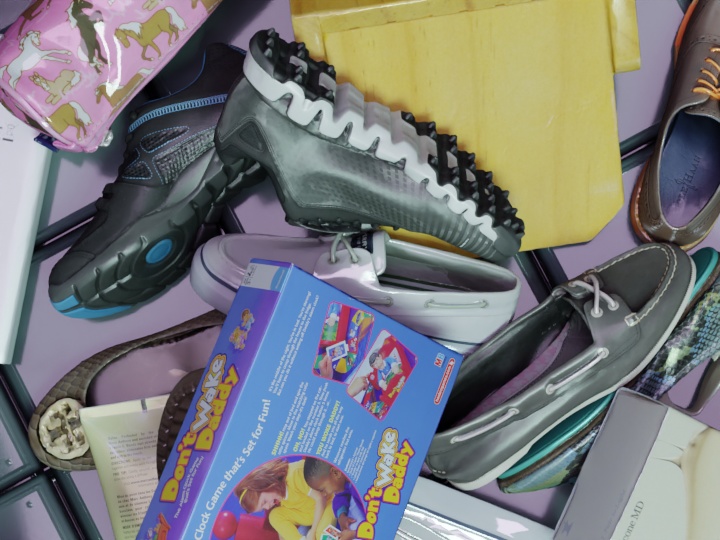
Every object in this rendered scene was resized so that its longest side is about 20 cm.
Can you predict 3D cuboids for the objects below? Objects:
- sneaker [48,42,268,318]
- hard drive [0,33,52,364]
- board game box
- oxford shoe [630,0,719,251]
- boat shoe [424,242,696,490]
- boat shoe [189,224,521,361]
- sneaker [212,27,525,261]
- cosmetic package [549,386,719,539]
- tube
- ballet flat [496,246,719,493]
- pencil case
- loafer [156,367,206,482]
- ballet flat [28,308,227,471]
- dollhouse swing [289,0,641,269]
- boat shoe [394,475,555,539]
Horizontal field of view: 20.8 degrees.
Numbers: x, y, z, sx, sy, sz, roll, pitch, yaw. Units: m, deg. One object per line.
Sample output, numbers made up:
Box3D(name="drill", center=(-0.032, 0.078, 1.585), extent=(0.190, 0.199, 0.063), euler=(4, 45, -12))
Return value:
Box3D(name="sneaker", center=(-0.122, -0.053, 1.207), extent=(0.200, 0.073, 0.082), euler=(-43, 69, -6))
Box3D(name="hard drive", center=(-0.264, -0.052, 1.226), extent=(0.131, 0.027, 0.201), euler=(10, 86, 3))
Box3D(name="board game box", center=(-0.037, 0.112, 1.088), extent=(0.134, 0.045, 0.201), euler=(29, 78, -33))
Box3D(name="oxford shoe", center=(0.220, -0.108, 1.185), extent=(0.071, 0.073, 0.201), euler=(16, 87, 4))
Box3D(name="boat shoe", center=(0.112, 0.049, 1.152), extent=(0.200, 0.057, 0.067), euler=(-42, 41, 3))
Box3D(name="boat shoe", center=(0.000, 0.000, 1.174), extent=(0.199, 0.074, 0.067), euler=(11, 129, -13))
Box3D(name="sneaker", center=(0.000, -0.053, 1.135), extent=(0.199, 0.067, 0.091), euler=(32, 117, -15))
Box3D(name="cosmetic package", center=(0.224, 0.157, 1.136), extent=(0.199, 0.073, 0.104), euler=(25, 88, -18))
Box3D(name="tube", center=(-0.115, 0.175, 1.184), extent=(0.058, 0.052, 0.201), euler=(-12, 93, -43))
Box3D(name="ballet flat", center=(0.170, 0.077, 1.182), extent=(0.074, 0.074, 0.200), euler=(45, 92, 4))
Box3D(name="pencil case", center=(-0.137, -0.162, 1.188), extent=(0.200, 0.087, 0.083), euler=(-49, 42, -10))
Box3D(name="loafer", center=(-0.065, 0.148, 1.153), extent=(0.076, 0.067, 0.201), euler=(2, 108, 37))
Box3D(name="ballet flat", center=(-0.115, 0.065, 1.202), extent=(0.199, 0.046, 0.068), euler=(-24, 86, 1))
Box3D(name="dollhouse swing", center=(0.065, -0.132, 1.213), extent=(0.198, 0.176, 0.182), euler=(-9, 45, 2))
Box3D(name="boat shoe", center=(0.025, 0.155, 1.177), extent=(0.199, 0.074, 0.066), euler=(20, 83, 5))
